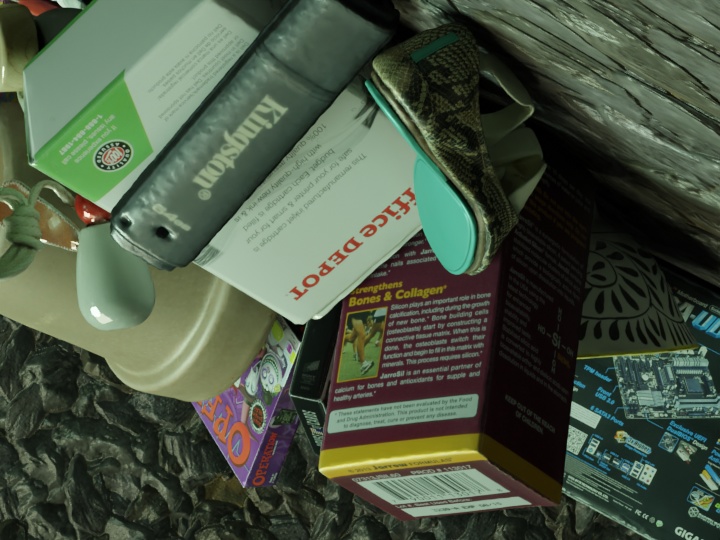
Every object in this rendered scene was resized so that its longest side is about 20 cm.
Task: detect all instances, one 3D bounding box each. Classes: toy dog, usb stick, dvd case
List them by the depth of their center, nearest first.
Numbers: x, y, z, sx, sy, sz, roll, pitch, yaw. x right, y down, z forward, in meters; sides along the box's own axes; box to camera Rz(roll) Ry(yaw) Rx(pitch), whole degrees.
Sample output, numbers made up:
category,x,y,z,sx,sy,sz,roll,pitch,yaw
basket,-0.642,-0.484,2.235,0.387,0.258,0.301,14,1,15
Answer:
category,x,y,z,sx,sy,sz,roll,pitch,yaw
usb stick,-0.056,-0.076,1.461,0.055,0.200,0.033,28,-147,-26
toy dog,-0.164,-0.066,1.625,0.132,0.201,0.096,13,166,-13
dvd case,0.000,0.000,1.704,0.025,0.200,0.150,12,165,9

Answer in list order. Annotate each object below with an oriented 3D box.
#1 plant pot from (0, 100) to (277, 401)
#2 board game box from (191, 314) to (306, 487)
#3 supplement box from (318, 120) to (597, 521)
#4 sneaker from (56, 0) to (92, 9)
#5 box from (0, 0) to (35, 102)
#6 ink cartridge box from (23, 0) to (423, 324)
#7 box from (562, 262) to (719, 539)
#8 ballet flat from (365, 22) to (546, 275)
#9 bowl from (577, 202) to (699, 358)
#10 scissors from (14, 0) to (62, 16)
category,x,y,z,sx,sy,sz,roll,pitch,yaw
plant pot,-0.160,-0.029,1.738,0.174,0.201,0.200,9,-172,-31
board game box,-0.088,0.028,1.829,0.032,0.120,0.200,-6,-140,-30
supplement box,0.056,0.028,1.587,0.110,0.200,0.086,-9,151,35
sneaker,-0.192,-0.193,1.645,0.077,0.076,0.200,23,172,34
box,-0.235,-0.125,1.896,0.192,0.122,0.200,3,170,39
ink cartridge box,-0.059,-0.079,1.539,0.200,0.146,0.084,32,-151,-34
box,0.190,0.085,1.824,0.200,0.159,0.046,27,178,24
ballet flat,0.057,-0.062,1.460,0.068,0.075,0.200,54,174,29
bowl,0.100,0.007,1.724,0.200,0.094,0.201,-4,180,0
scissors,-0.205,-0.164,1.697,0.200,0.014,0.073,21,-161,-12
